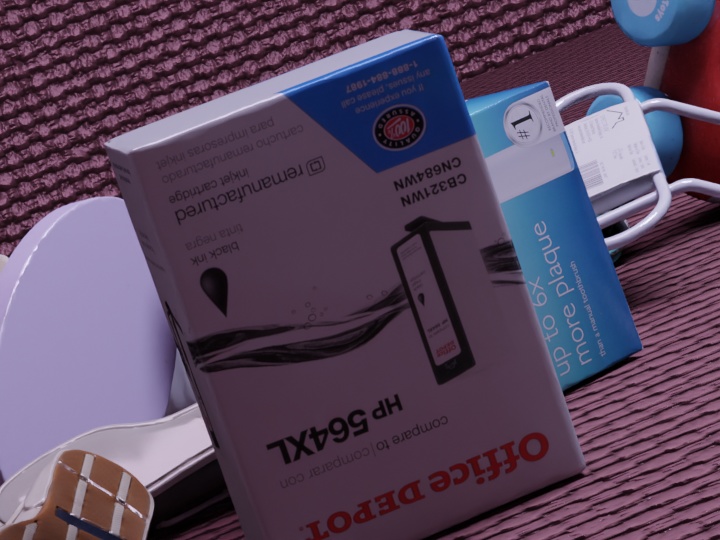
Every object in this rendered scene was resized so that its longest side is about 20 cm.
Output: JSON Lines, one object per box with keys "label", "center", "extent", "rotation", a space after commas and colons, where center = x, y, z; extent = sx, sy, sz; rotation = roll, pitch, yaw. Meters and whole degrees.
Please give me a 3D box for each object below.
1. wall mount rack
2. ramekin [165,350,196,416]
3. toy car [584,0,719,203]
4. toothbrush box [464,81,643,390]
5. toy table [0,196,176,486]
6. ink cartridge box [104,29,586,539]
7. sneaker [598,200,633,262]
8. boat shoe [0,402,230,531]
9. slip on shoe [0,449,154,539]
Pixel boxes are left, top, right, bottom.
{"label": "wall mount rack", "center": [0.170, -0.046, 1.563], "extent": [0.173, 0.075, 0.200], "rotation": [-22, 26, 8]}
{"label": "ramekin", "center": [-0.100, 0.033, 1.683], "extent": [0.199, 0.098, 0.200], "rotation": [-19, 3, 1]}
{"label": "toy car", "center": [0.271, -0.106, 1.671], "extent": [0.184, 0.178, 0.200], "rotation": [-7, 26, -41]}
{"label": "toothbrush box", "center": [0.020, 0.011, 1.364], "extent": [0.199, 0.147, 0.085], "rotation": [-24, 8, -30]}
{"label": "toy table", "center": [-0.188, 0.060, 1.530], "extent": [0.117, 0.184, 0.200], "rotation": [-13, 36, 37]}
{"label": "ink cartridge box", "center": [-0.006, 0.016, 1.190], "extent": [0.145, 0.201, 0.084], "rotation": [-22, 10, -10]}
{"label": "sneaker", "center": [0.134, -0.028, 1.713], "extent": [0.091, 0.078, 0.200], "rotation": [6, 27, 36]}
{"label": "boat shoe", "center": [-0.087, 0.102, 1.411], "extent": [0.199, 0.057, 0.067], "rotation": [-25, 40, -5]}
{"label": "slip on shoe", "center": [-0.137, 0.139, 1.217], "extent": [0.061, 0.076, 0.200], "rotation": [-60, 7, 15]}
